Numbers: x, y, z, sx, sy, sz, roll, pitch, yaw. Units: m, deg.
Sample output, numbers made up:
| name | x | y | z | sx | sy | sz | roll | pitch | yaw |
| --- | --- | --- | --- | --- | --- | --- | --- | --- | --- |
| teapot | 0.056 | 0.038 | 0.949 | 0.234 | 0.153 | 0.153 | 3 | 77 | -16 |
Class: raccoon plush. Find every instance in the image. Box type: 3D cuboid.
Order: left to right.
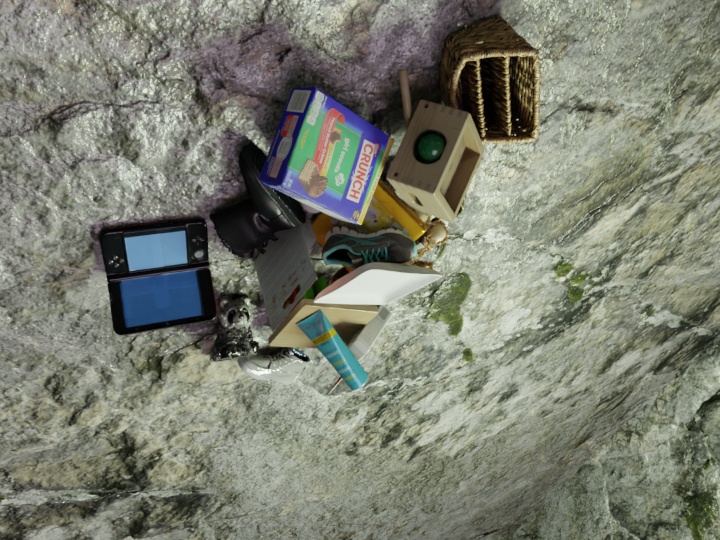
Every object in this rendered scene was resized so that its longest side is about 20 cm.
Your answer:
| name | x | y | z | sx | sy | sz | roll | pitch | yaw |
| --- | --- | --- | --- | --- | --- | --- | --- | --- | --- |
| raccoon plush | -0.311 | 0.134 | 1.391 | 0.198 | 0.137 | 0.096 | -16 | 169 | 41 |

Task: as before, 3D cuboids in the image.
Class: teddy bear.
| name | x | y | z | sx | sy | sz | roll | pitch | yaw |
| --- | --- | --- | --- | --- | --- | --- | --- | --- | --- |
| teddy bear | 0.101 | -0.052 | 1.297 | 0.143 | 0.067 | 0.202 | 19 | 127 | -4 |

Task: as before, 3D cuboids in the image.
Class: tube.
| name | x | y | z | sx | sy | sz | roll | pitch | yaw |
| --- | --- | --- | --- | --- | --- | --- | --- | --- | --- |
| tube | -0.058 | 0.180 | 1.377 | 0.077 | 0.051 | 0.201 | -31 | 106 | 23 |

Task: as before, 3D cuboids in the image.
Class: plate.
| name | x | y | z | sx | sy | sz | roll | pitch | yaw |
| --- | --- | --- | --- | --- | --- | --- | --- | --- | --- |
| plate | 0.033 | 0.025 | 1.240 | 0.197 | 0.033 | 0.199 | 5 | 157 | -38 |

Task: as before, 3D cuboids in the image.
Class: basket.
| name | x | y | z | sx | sy | sz | roll | pitch | yaw |
| --- | --- | --- | --- | --- | --- | --- | --- | --- | --- |
| basket | 0.233 | -0.327 | 1.117 | 0.141 | 0.150 | 0.201 | -22 | 141 | -4 |

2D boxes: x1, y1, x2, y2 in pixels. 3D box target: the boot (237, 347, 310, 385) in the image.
| name | x | y | z | sx | sy | sz | roll | pitch | yaw |
| --- | --- | --- | --- | --- | --- | --- | --- | --- | --- |
| boot | -0.212 | 0.223 | 1.529 | 0.096 | 0.074 | 0.199 | -46 | 145 | 13 |

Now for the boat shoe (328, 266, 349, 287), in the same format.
| name | x | y | z | sx | sy | sz | roll | pitch | yaw |
| --- | --- | --- | --- | --- | --- | --- | --- | --- | --- |
| boat shoe | 0.000 | 0.000 | 1.375 | 0.199 | 0.072 | 0.065 | -39 | 176 | -31 |

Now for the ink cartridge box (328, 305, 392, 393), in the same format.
| name | x | y | z | sx | sy | sz | roll | pitch | yaw |
| --- | --- | --- | --- | --- | --- | --- | --- | --- | --- |
| ink cartridge box | -0.011 | 0.192 | 1.516 | 0.177 | 0.045 | 0.200 | -50 | 179 | 28 |

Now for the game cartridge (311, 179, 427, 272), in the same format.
| name | x | y | z | sx | sy | sz | roll | pitch | yaw |
| --- | --- | --- | --- | --- | --- | --- | --- | --- | --- |
| game cartridge | 0.009 | -0.085 | 1.244 | 0.176 | 0.033 | 0.200 | 43 | 123 | -8 |

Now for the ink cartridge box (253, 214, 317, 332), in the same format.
| name | x | y | z | sx | sy | sz | roll | pitch | yaw |
| --- | --- | --- | --- | --- | --- | --- | --- | --- | --- |
| ink cartridge box | -0.140 | 0.002 | 1.223 | 0.050 | 0.202 | 0.161 | 17 | 125 | -40 |

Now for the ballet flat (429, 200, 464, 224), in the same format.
| name | x | y | z | sx | sy | sz | roll | pitch | yaw |
| --- | --- | --- | --- | --- | --- | --- | --- | --- | --- |
| ballet flat | 0.137 | -0.109 | 1.325 | 0.198 | 0.071 | 0.071 | -28 | 140 | 2 |

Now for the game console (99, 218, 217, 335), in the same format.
| name | x | y | z | sx | sy | sz | roll | pitch | yaw |
| --- | --- | --- | --- | --- | --- | --- | --- | --- | --- |
| game console | -0.382 | 0.011 | 1.168 | 0.196 | 0.120 | 0.174 | -9 | 137 | -20 |

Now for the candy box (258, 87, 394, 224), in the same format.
| name | x | y | z | sx | sy | sz | roll | pitch | yaw |
| --- | --- | --- | --- | --- | --- | --- | --- | --- | --- |
| candy box | -0.054 | -0.192 | 1.059 | 0.198 | 0.076 | 0.172 | 21 | 89 | -45 |

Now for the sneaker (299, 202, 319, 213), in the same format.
| name | x | y | z | sx | sy | sz | roll | pitch | yaw |
| --- | --- | --- | --- | --- | --- | --- | --- | --- | --- |
| sneaker | -0.115 | -0.173 | 1.131 | 0.071 | 0.085 | 0.202 | 3 | 136 | 17 |

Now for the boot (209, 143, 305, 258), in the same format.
| name | x | y | z | sx | sy | sz | roll | pitch | yaw |
| --- | --- | --- | --- | --- | --- | --- | --- | --- | --- |
| boot | -0.214 | -0.123 | 1.154 | 0.160 | 0.074 | 0.199 | -23 | 126 | 19 |

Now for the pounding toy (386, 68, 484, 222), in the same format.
| name | x | y | z | sx | sy | sz | roll | pitch | yaw |
| --- | --- | --- | --- | --- | --- | --- | --- | --- | --- |
| pounding toy | 0.124 | -0.224 | 1.122 | 0.187 | 0.140 | 0.200 | -65 | 155 | -5 |

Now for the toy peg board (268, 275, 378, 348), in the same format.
| name | x | y | z | sx | sy | sz | roll | pitch | yaw |
| --- | --- | --- | --- | --- | --- | --- | --- | --- | --- |
| toy peg board | -0.096 | 0.096 | 1.449 | 0.197 | 0.099 | 0.199 | 8 | 145 | -32 |

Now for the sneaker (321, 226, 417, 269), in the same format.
| name | x | y | z | sx | sy | sz | roll | pitch | yaw |
| --- | --- | --- | --- | --- | --- | --- | --- | --- | --- |
| sneaker | 0.012 | -0.032 | 1.203 | 0.196 | 0.092 | 0.079 | 2 | 122 | 20 |

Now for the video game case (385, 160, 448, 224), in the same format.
| name | x | y | z | sx | sy | sz | roll | pitch | yaw |
| --- | --- | --- | --- | --- | --- | --- | --- | --- | --- |
| video game case | 0.130 | -0.158 | 1.337 | 0.179 | 0.023 | 0.202 | -8 | 137 | -20 |
